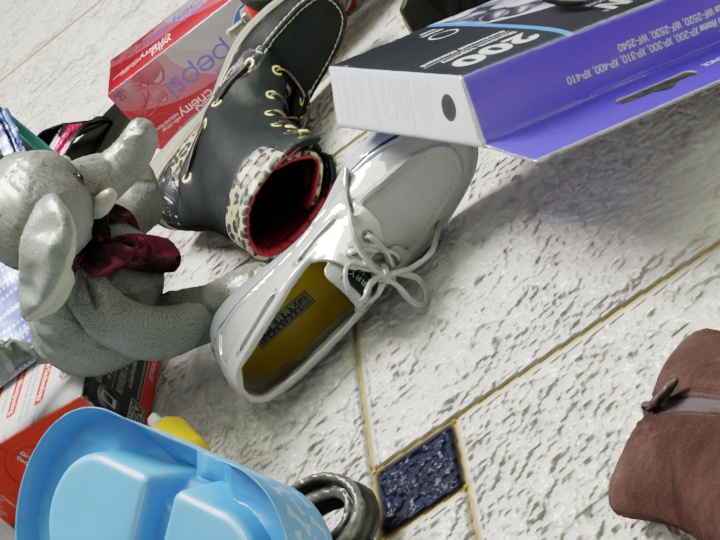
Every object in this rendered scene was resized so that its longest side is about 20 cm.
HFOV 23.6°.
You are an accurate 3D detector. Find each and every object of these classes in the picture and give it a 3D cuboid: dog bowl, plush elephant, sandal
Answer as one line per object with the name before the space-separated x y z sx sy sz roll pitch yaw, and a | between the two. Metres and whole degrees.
dog bowl | -0.091 0.137 0.850 0.199 0.049 0.113 17 94 40
plush elephant | -0.164 -0.023 1.011 0.199 0.156 0.165 -29 54 -23
sandal | -0.261 -0.085 1.440 0.199 0.045 0.075 -38 29 11

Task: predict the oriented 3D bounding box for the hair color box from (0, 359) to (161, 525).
hair color box | -0.225 0.108 1.119 0.199 0.061 0.102 -30 30 25

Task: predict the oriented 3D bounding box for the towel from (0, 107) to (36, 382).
towel | -0.267 -0.005 1.150 0.144 0.024 0.201 -36 55 12

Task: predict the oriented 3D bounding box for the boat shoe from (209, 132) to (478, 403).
boat shoe | -0.004 -0.002 0.967 0.202 0.075 0.086 -43 28 6

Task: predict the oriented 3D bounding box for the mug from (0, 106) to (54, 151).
mug | -0.260 -0.038 1.263 0.115 0.152 0.185 -49 29 -1

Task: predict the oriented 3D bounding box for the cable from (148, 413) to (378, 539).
cable | -0.077 0.131 0.894 0.199 0.050 0.098 4 61 54

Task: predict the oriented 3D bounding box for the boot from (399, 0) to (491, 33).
boot | 0.100 -0.217 1.136 0.199 0.078 0.138 -32 23 -6

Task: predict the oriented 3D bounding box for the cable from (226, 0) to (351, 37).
cable | -0.014 -0.220 1.272 0.199 0.097 0.050 -38 -12 -2

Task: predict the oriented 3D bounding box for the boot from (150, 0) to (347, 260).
boot | -0.049 -0.099 1.161 0.204 0.073 0.153 -53 32 -8

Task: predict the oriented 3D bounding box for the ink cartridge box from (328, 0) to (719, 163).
ink cartridge box | 0.111 -0.118 0.924 0.197 0.044 0.199 -24 21 -25

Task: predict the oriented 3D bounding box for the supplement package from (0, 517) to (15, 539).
supplement package | -0.296 0.193 0.959 0.147 0.191 0.200 -40 28 6

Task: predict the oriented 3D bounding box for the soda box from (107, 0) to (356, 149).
soda box | -0.102 -0.183 1.339 0.199 0.070 0.064 -36 29 15

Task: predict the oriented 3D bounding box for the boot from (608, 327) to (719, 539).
boot | 0.151 0.098 0.665 0.201 0.072 0.166 -58 19 -22

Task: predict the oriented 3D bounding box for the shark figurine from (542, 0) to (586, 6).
shark figurine | 0.124 -0.210 0.985 0.213 0.091 0.127 -24 19 -37
